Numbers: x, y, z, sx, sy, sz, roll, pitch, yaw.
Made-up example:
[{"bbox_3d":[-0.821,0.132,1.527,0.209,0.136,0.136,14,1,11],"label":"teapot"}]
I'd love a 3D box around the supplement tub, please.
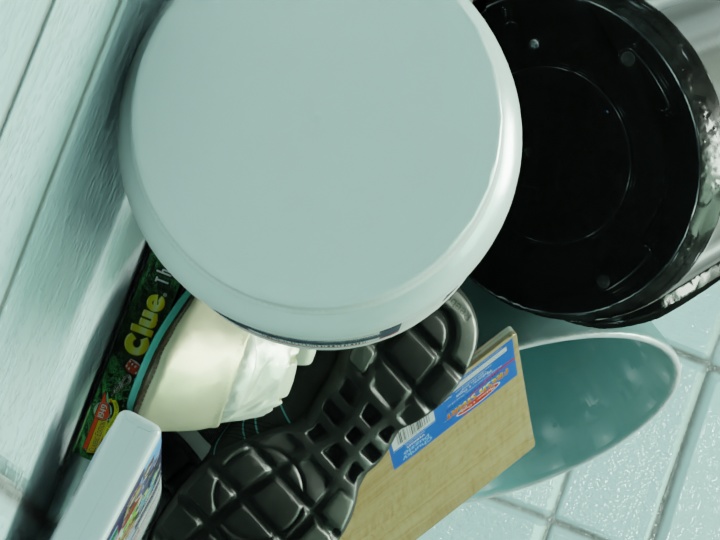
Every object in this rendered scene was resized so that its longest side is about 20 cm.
[{"bbox_3d":[-0.014,-0.044,0.981,0.200,0.140,0.141,95,16,-87],"label":"supplement tub"}]

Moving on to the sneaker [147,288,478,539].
[{"bbox_3d":[-0.025,0.081,1.295,0.200,0.075,0.079,-43,-162,-6],"label":"sneaker"}]

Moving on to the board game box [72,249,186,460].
[{"bbox_3d":[-0.084,-0.005,1.259,0.105,0.023,0.201,74,37,-84],"label":"board game box"}]

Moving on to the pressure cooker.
[{"bbox_3d":[0.139,-0.076,1.378,0.179,0.176,0.200,-51,167,29],"label":"pressure cooker"}]

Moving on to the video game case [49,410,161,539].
[{"bbox_3d":[-0.140,0.167,1.173,0.201,0.023,0.182,-62,177,-15],"label":"video game case"}]

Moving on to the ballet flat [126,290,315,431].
[{"bbox_3d":[-0.053,0.030,1.224,0.200,0.069,0.070,-65,175,-72],"label":"ballet flat"}]

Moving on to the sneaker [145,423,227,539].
[{"bbox_3d":[-0.088,0.143,1.425,0.112,0.073,0.201,-33,136,-21],"label":"sneaker"}]

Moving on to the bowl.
[{"bbox_3d":[0.066,0.040,1.487,0.201,0.199,0.106,108,-31,-60],"label":"bowl"}]

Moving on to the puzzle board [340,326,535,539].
[{"bbox_3d":[0.004,0.116,1.385,0.200,0.017,0.151,-37,155,-10],"label":"puzzle board"}]

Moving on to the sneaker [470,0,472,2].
[{"bbox_3d":[0.036,-0.213,1.245,0.085,0.077,0.201,-55,159,-40],"label":"sneaker"}]
